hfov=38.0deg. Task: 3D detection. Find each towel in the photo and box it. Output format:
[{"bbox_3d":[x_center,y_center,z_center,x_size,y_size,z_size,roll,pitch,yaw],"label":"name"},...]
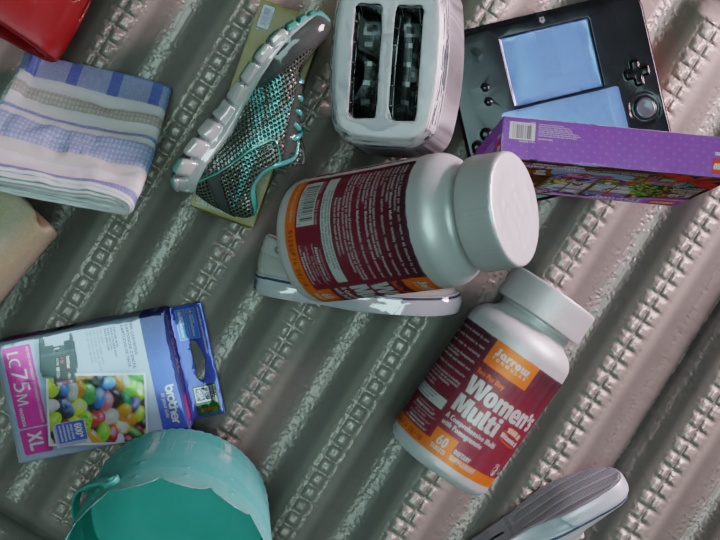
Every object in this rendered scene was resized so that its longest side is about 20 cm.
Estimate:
[{"bbox_3d":[-0.251,-0.125,0.914,0.146,0.200,0.024,12,129,-7],"label":"towel"}]

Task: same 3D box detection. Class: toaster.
[{"bbox_3d":[0.031,-0.178,0.941,0.113,0.129,0.201,6,95,10],"label":"toaster"}]

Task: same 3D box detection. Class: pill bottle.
[{"bbox_3d":[0.038,-0.037,0.870,0.199,0.109,0.110,-7,96,32],"label":"pill bottle"},{"bbox_3d":[0.127,0.102,0.987,0.109,0.110,0.200,34,92,-5],"label":"pill bottle"}]

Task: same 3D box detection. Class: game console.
[{"bbox_3d":[0.192,-0.163,1.009,0.199,0.031,0.178,-13,96,-3],"label":"game console"}]

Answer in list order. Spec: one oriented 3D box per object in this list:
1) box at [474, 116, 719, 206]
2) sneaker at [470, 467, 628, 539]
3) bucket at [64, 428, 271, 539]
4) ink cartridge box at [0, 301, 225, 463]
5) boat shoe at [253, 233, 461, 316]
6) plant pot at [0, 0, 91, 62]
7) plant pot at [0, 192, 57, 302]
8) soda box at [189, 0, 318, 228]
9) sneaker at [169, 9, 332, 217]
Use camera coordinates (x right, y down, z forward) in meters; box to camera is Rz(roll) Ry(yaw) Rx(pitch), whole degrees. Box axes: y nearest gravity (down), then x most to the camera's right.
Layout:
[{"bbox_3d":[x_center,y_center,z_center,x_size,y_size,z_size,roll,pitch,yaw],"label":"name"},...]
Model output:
[{"bbox_3d":[0.209,-0.094,0.932,0.199,0.137,0.039,5,84,-3],"label":"box"},{"bbox_3d":[0.182,0.267,1.031,0.200,0.073,0.071,-33,105,9],"label":"sneaker"},{"bbox_3d":[-0.172,0.253,0.953,0.206,0.135,0.208,-1,107,-4],"label":"bucket"},{"bbox_3d":[-0.239,0.106,1.003,0.199,0.042,0.120,-11,96,-4],"label":"ink cartridge box"},{"bbox_3d":[0.000,0.000,0.995,0.199,0.071,0.070,8,97,3],"label":"boat shoe"},{"bbox_3d":[-0.305,-0.304,0.885,0.200,0.200,0.183,30,90,-5],"label":"plant pot"},{"bbox_3d":[-0.381,-0.019,0.921,0.183,0.200,0.200,-45,96,-10],"label":"plant pot"},{"bbox_3d":[-0.095,-0.143,0.975,0.064,0.068,0.201,20,93,-5],"label":"soda box"},{"bbox_3d":[-0.077,-0.132,0.910,0.091,0.078,0.200,36,101,-8],"label":"sneaker"}]
